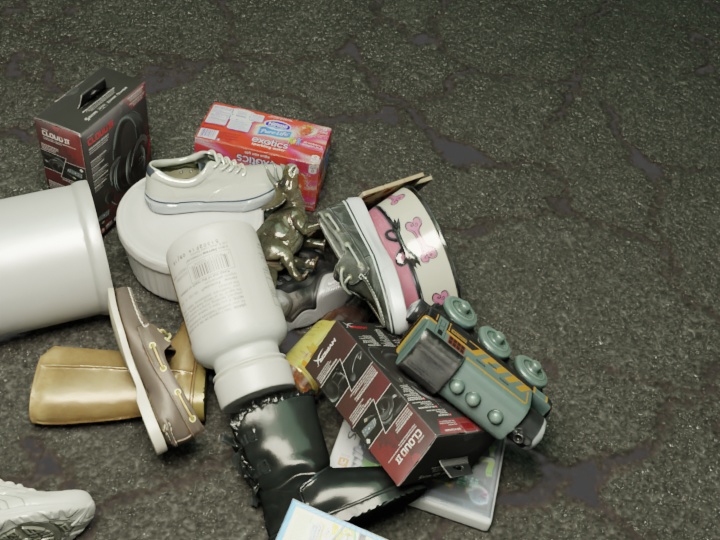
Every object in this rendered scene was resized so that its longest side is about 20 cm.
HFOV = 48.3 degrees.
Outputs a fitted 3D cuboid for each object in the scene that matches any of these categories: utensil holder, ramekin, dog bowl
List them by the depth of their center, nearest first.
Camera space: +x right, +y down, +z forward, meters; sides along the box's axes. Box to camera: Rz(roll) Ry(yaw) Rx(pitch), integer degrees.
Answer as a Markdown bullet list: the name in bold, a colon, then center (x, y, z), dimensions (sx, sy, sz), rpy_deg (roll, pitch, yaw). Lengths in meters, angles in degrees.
- **utensil holder**: center (-0.417, -0.007, 0.987), dimensions (0.197, 0.172, 0.171), rpy_deg (-14, 49, -21)
- **dog bowl**: center (0.062, -0.005, 1.063), dimensions (0.073, 0.202, 0.201), rpy_deg (-20, 50, -9)
- **ramekin**: center (-0.232, -0.045, 1.109), dimensions (0.199, 0.095, 0.204), rpy_deg (5, 46, -5)

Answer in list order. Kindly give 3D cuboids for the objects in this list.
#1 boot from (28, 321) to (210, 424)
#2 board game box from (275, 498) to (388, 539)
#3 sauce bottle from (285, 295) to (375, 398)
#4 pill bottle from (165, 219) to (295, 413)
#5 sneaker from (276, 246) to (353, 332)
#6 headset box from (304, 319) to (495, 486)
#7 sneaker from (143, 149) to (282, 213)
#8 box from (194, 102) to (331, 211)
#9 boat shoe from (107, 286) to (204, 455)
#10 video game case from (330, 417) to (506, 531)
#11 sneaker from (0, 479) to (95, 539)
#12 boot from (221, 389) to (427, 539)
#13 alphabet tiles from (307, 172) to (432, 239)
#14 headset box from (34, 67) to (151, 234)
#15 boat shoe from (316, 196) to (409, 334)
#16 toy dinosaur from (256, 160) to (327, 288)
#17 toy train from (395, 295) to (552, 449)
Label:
- **boot**: center (-0.282, 0.106, 0.973), dimensions (0.196, 0.067, 0.177), rpy_deg (2, 45, -6)
- **board game box**: center (-0.044, 0.341, 0.763), dimensions (0.133, 0.034, 0.202), rpy_deg (20, 64, 10)
- **sauce bottle**: center (-0.038, 0.092, 1.031), dimensions (0.065, 0.067, 0.200), rpy_deg (28, 49, 17)
- **pill bottle**: center (-0.148, 0.055, 0.935), dimensions (0.113, 0.115, 0.203), rpy_deg (-13, 71, -22)
- **sneaker**: center (-0.114, 0.023, 1.082), dimensions (0.198, 0.076, 0.114), rpy_deg (-15, 49, -31)
- **headset box**: center (0.054, 0.151, 0.905), dimensions (0.148, 0.078, 0.200), rpy_deg (10, 32, -53)
- **sneaker**: center (-0.190, -0.123, 1.076), dimensions (0.197, 0.071, 0.073), rpy_deg (-11, 48, -21)
- **box**: center (-0.151, -0.178, 1.254), dimensions (0.197, 0.096, 0.101), rpy_deg (12, 45, 1)
- **boat shoe**: center (-0.235, 0.103, 0.905), dimensions (0.059, 0.072, 0.202), rpy_deg (-19, 67, -17)
- **video game case**: center (0.077, 0.201, 0.975), dimensions (0.197, 0.024, 0.183), rpy_deg (17, 46, 6)
- **sneaker**: center (-0.374, 0.238, 0.819), dimensions (0.197, 0.079, 0.100), rpy_deg (-5, 43, -16)
- **boot**: center (-0.043, 0.209, 0.890), dimensions (0.195, 0.074, 0.164), rpy_deg (-18, 62, -12)
- **alphabet tiles**: center (0.007, -0.084, 1.134), dimensions (0.165, 0.200, 0.008), rpy_deg (-21, 81, -27)
- **headset box**: center (-0.366, -0.171, 1.123), dimensions (0.076, 0.202, 0.149), rpy_deg (20, 44, 11)
- **boat shoe**: center (0.000, 0.000, 0.980), dimensions (0.070, 0.073, 0.202), rpy_deg (-18, 54, -9)
- **toy dinosaur**: center (-0.103, -0.035, 1.048), dimensions (0.101, 0.077, 0.203), rpy_deg (16, 71, 10)
- **toy train**: center (0.126, 0.113, 0.883), dimensions (0.199, 0.085, 0.114), rpy_deg (39, 29, -2)
